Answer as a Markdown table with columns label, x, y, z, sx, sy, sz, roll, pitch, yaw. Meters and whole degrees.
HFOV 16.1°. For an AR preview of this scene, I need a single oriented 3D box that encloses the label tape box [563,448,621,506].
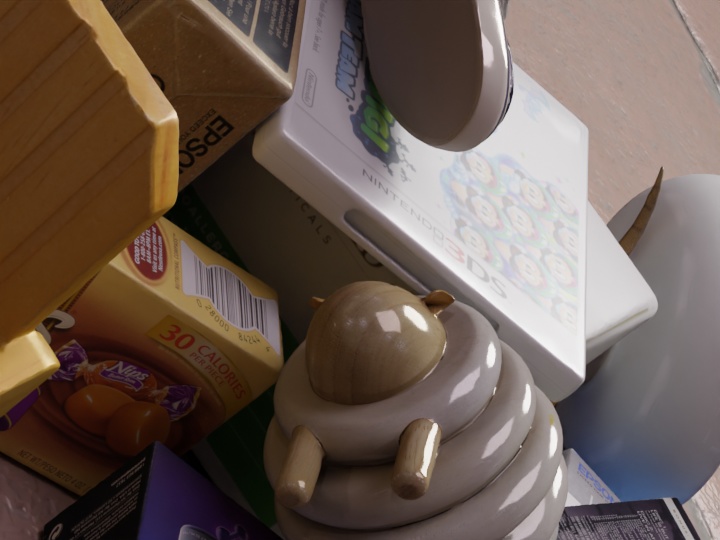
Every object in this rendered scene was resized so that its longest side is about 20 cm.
| label | x | y | z | sx | sy | sz | roll | pitch | yaw |
| --- | --- | --- | --- | --- | --- | --- | --- | --- | --- |
| label tape box | 0.131 | 0.174 | 1.356 | 0.144 | 0.063 | 0.200 | 46 | 27 | -13 |

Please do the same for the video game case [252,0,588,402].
| label | x | y | z | sx | sy | sz | roll | pitch | yaw |
| --- | --- | --- | --- | --- | --- | --- | --- | --- | --- |
| video game case | 0.034 | -0.058 | 1.145 | 0.182 | 0.024 | 0.200 | 39 | 31 | -21 |

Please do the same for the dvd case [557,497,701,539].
| label | x | y | z | sx | sy | sz | roll | pitch | yaw |
| --- | --- | --- | --- | --- | --- | --- | --- | --- | --- |
| dvd case | 0.150 | 0.184 | 1.279 | 0.200 | 0.016 | 0.149 | 4 | 54 | -59 |

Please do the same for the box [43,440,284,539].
| label | x | y | z | sx | sy | sz | roll | pitch | yaw |
| --- | --- | --- | --- | --- | --- | --- | --- | --- | --- |
| box | -0.043 | 0.188 | 1.043 | 0.200 | 0.079 | 0.141 | 40 | 31 | -23 |

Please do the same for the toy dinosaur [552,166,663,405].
| label | x | y | z | sx | sy | sz | roll | pitch | yaw |
| --- | --- | --- | --- | --- | --- | --- | --- | --- | --- |
| toy dinosaur | 0.110 | 0.042 | 1.416 | 0.060 | 0.106 | 0.200 | 38 | 72 | -23 |

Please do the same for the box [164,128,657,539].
| label | x | y | z | sx | sy | sz | roll | pitch | yaw |
| --- | --- | --- | --- | --- | --- | --- | --- | --- | --- |
| box | 0.000 | 0.000 | 1.236 | 0.199 | 0.171 | 0.200 | 55 | 26 | 7 |

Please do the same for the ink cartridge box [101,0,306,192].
| label | x | y | z | sx | sy | sz | roll | pitch | yaw |
| --- | --- | --- | --- | --- | --- | --- | --- | --- | --- |
| ink cartridge box | -0.114 | -0.085 | 1.125 | 0.075 | 0.200 | 0.165 | 40 | 29 | -22 |

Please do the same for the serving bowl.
| label | x | y | z | sx | sy | sz | roll | pitch | yaw |
| --- | --- | --- | --- | --- | --- | --- | --- | --- | --- |
| serving bowl | 0.161 | 0.035 | 1.453 | 0.066 | 0.200 | 0.200 | 17 | 38 | -18 |

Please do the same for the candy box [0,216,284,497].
| label | x | y | z | sx | sy | sz | roll | pitch | yaw |
| --- | --- | --- | --- | --- | --- | --- | --- | --- | --- |
| candy box | -0.142 | 0.011 | 1.055 | 0.200 | 0.117 | 0.057 | 34 | 32 | -34 |

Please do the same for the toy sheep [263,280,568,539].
| label | x | y | z | sx | sy | sz | roll | pitch | yaw |
| --- | --- | --- | --- | --- | --- | --- | --- | --- | --- |
| toy sheep | 0.024 | 0.088 | 1.058 | 0.138 | 0.137 | 0.201 | -84 | 161 | -55 |

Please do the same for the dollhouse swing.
| label | x | y | z | sx | sy | sz | roll | pitch | yaw |
| --- | --- | --- | --- | --- | --- | --- | --- | --- | --- |
| dollhouse swing | -0.197 | -0.033 | 0.888 | 0.181 | 0.176 | 0.200 | -29 | 82 | -41 |

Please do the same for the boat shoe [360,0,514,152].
| label | x | y | z | sx | sy | sz | roll | pitch | yaw |
| --- | --- | --- | --- | --- | --- | --- | --- | --- | --- |
| boat shoe | 0.048 | -0.129 | 1.140 | 0.093 | 0.075 | 0.201 | 13 | 45 | -37 |
